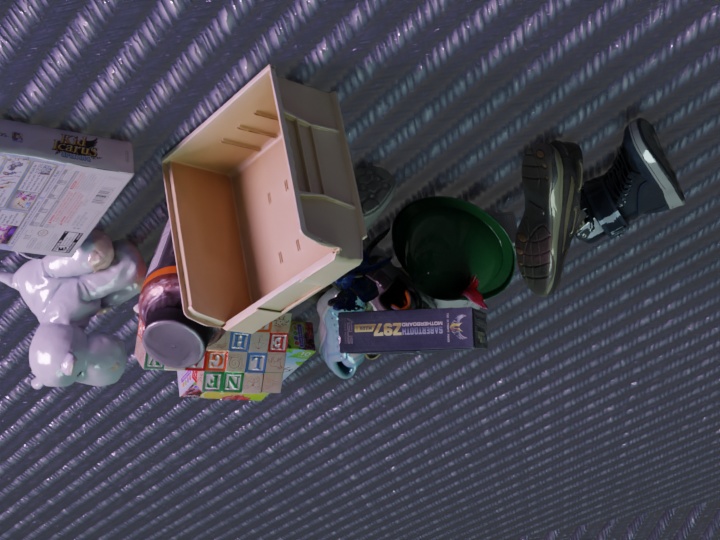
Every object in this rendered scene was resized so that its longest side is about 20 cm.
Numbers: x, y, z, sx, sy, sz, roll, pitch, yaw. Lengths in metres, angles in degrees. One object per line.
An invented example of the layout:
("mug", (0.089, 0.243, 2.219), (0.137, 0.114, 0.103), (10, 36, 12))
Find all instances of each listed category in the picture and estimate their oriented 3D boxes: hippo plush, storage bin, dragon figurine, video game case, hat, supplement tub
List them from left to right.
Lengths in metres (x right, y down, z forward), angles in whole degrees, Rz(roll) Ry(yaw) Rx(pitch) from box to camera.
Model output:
("video game case", (-0.361, -0.086, 1.314), (0.179, 0.046, 0.200), (6, 150, -32))
("hippo plush", (-0.339, 0.053, 1.475), (0.198, 0.163, 0.159), (12, 148, -37))
("supplement tub", (-0.186, 0.013, 1.377), (0.105, 0.202, 0.108), (4, 132, 5))
("storage bin", (-0.102, -0.065, 1.268), (0.093, 0.201, 0.199), (10, 149, -42))
("dragon figurine", (0.000, 0.000, 1.480), (0.199, 0.099, 0.060), (-14, 129, -56))
("hat", (0.089, 0.024, 1.477), (0.163, 0.177, 0.202), (16, 139, 12))

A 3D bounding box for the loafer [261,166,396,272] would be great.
("loafer", (-0.036, -0.046, 1.392), (0.199, 0.070, 0.070), (-39, 159, -26))

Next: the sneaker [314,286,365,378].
("sneaker", (-0.014, 0.083, 1.680), (0.073, 0.082, 0.201), (-27, 157, -17))

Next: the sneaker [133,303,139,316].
("sneaker", (-0.220, 0.030, 1.499), (0.077, 0.085, 0.200), (35, -174, -10))

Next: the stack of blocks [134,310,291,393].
("stack of blocks", (-0.200, 0.100, 1.665), (0.197, 0.117, 0.058), (4, -167, -25))

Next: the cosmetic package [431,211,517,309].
("cosmetic package", (0.144, -0.007, 1.644), (0.081, 0.051, 0.201), (-2, 154, -12))

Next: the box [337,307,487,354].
("box", (0.067, 0.073, 1.463), (0.155, 0.052, 0.200), (-3, 176, 9))

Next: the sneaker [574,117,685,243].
("sneaker", (0.300, -0.100, 1.469), (0.144, 0.078, 0.202), (-20, 154, 16))

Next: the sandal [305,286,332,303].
("sandal", (-0.094, 0.025, 1.624), (0.081, 0.055, 0.199), (-25, 152, 33))

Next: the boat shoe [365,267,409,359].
("boat shoe", (0.036, 0.058, 1.727), (0.072, 0.064, 0.201), (-3, 153, -11))

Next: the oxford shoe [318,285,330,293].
("oxford shoe", (-0.121, 0.007, 1.516), (0.071, 0.072, 0.199), (0, -169, 42))

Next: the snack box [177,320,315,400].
("snack box", (-0.172, 0.133, 1.826), (0.140, 0.054, 0.200), (5, 151, -30))

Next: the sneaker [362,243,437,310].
("sneaker", (0.054, 0.047, 1.610), (0.074, 0.079, 0.200), (-48, 137, -1))

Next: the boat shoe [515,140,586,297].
("boat shoe", (0.234, -0.059, 1.460), (0.072, 0.075, 0.202), (-16, 127, -23))
